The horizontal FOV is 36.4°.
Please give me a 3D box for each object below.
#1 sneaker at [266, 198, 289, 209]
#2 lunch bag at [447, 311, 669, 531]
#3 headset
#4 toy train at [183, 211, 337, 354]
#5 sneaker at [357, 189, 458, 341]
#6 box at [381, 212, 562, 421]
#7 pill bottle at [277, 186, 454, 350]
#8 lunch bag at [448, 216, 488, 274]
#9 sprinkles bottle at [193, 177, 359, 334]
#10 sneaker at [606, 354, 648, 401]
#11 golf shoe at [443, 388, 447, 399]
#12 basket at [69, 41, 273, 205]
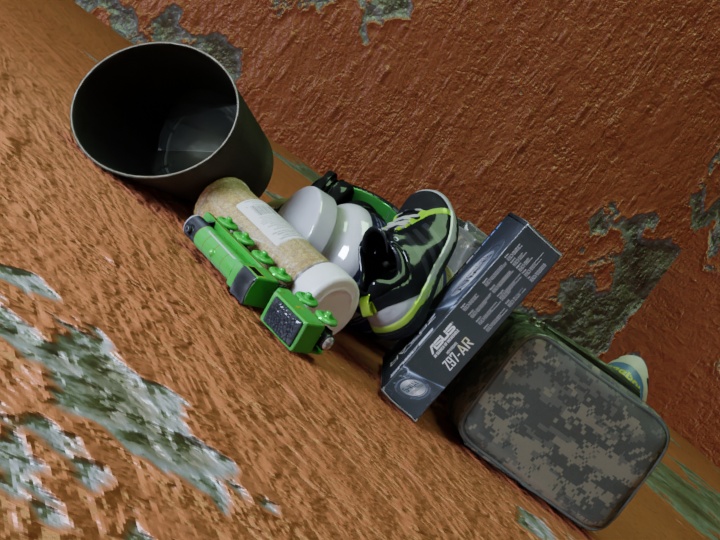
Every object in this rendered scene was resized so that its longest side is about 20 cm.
[{"bbox_3d":[-0.054,-0.024,1.301,0.199,0.077,0.088,35,17,22],"label":"sneaker"},{"bbox_3d":[0.183,0.134,1.089,0.199,0.140,0.168,34,5,-8],"label":"lunch bag"},{"bbox_3d":[-0.029,-0.052,1.269,0.199,0.095,0.124,3,33,-46],"label":"headset"},{"bbox_3d":[-0.094,0.008,0.965,0.056,0.042,0.200,12,23,-50],"label":"toy train"},{"bbox_3d":[0.042,-0.024,1.072,0.083,0.071,0.201,51,37,-32],"label":"sneaker"},{"bbox_3d":[0.100,0.038,1.038,0.043,0.200,0.160,40,7,-3],"label":"box"},{"bbox_3d":[0.000,0.000,1.173,0.199,0.116,0.116,33,7,-31],"label":"pill bottle"},{"bbox_3d":[0.114,0.024,1.400,0.117,0.165,0.200,28,9,-19],"label":"lunch bag"},{"bbox_3d":[-0.083,-0.015,1.046,0.200,0.069,0.068,41,8,39],"label":"sprinkles bottle"},{"bbox_3d":[0.281,0.172,1.249,0.074,0.082,0.201,34,-35,18],"label":"sneaker"},{"bbox_3d":[0.147,0.120,1.212,0.199,0.092,0.073,31,10,-31],"label":"golf shoe"},{"bbox_3d":[-0.176,-0.136,1.146,0.178,0.138,0.200,4,-10,15],"label":"basket"}]
